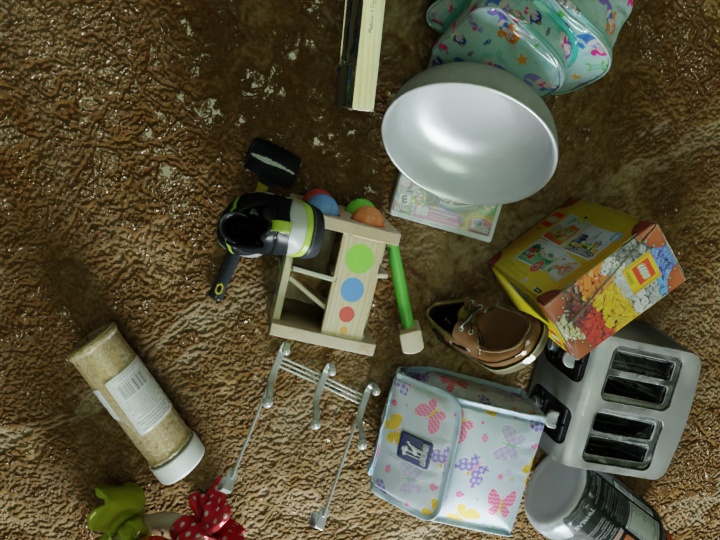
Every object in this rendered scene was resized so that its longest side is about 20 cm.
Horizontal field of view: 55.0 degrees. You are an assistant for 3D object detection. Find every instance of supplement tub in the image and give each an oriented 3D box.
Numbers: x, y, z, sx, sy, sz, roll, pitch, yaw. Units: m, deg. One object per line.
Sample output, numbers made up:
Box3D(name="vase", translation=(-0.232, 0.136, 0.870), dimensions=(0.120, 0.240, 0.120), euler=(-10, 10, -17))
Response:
Box3D(name="supplement tub", translation=(0.333, 0.348, 0.956), dimensions=(0.198, 0.123, 0.123), euler=(38, 96, -16))

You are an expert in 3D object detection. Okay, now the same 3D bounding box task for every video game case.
Box3D(name="video game case", translation=(0.127, -0.151, 0.856), dimensions=(0.139, 0.018, 0.206), euler=(13, 101, -12))

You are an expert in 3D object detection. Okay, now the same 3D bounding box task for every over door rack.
Box3D(name="over door rack", translation=(-0.072, 0.213, 0.868), dimensions=(0.145, 0.066, 0.205), euler=(25, 84, -14))

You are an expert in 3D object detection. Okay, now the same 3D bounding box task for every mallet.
Box3D(name="mallet", translation=(-0.144, -0.061, 0.828), dimensions=(0.065, 0.041, 0.203), euler=(30, 101, -14))

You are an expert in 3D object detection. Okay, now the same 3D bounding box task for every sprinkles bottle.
Box3D(name="sprinkles bottle", translation=(-0.270, 0.162, 0.842), dimensions=(0.067, 0.068, 0.203), euler=(-31, 106, 0))

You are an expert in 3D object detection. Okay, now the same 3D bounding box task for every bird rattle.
Box3D(name="bird rattle", translation=(-0.243, 0.345, 0.852), dimensions=(0.193, 0.165, 0.115), euler=(8, 121, -1))

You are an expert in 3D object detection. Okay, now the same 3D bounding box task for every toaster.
Box3D(name="toaster", translation=(0.331, 0.162, 0.913), dimensions=(0.194, 0.119, 0.186), euler=(12, 102, -12))

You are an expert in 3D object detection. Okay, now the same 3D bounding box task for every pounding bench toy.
Box3D(name="pounding bench toy", translation=(0.000, 0.000, 0.817), dimensions=(0.194, 0.124, 0.161), euler=(13, 101, -12))

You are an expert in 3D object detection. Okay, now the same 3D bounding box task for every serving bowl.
Box3D(name="serving bowl", translation=(0.124, -0.158, 0.766), dimensions=(0.196, 0.200, 0.067), euler=(26, 63, -14))

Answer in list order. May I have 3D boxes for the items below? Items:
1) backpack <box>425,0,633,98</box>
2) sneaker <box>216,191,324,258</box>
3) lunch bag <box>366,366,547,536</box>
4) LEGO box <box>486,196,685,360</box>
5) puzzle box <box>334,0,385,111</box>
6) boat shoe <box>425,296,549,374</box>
Box3D(name="backpack", translation=(0.183, -0.271, 0.748), dimensions=(0.196, 0.177, 0.155), euler=(23, 80, -17))
Box3D(name="sneaker", translation=(-0.115, -0.053, 0.721), dimensions=(0.081, 0.197, 0.074), euler=(6, 88, -38))
Box3D(name="lunch bag", translation=(0.117, 0.229, 0.894), dimensions=(0.194, 0.127, 0.175), euler=(15, 99, -5))
Box3D(name="LEGO box", translation=(0.255, -0.001, 0.819), dimensions=(0.147, 0.200, 0.078), euler=(-36, 106, 2))
Box3D(name="puzzle box", translation=(0.002, -0.278, 0.747), dimensions=(0.025, 0.133, 0.207), euler=(4, 102, -11))
Box3D(name="boat shoe", translation=(0.139, 0.071, 0.819), dimensions=(0.067, 0.199, 0.073), euler=(36, 73, -17))
